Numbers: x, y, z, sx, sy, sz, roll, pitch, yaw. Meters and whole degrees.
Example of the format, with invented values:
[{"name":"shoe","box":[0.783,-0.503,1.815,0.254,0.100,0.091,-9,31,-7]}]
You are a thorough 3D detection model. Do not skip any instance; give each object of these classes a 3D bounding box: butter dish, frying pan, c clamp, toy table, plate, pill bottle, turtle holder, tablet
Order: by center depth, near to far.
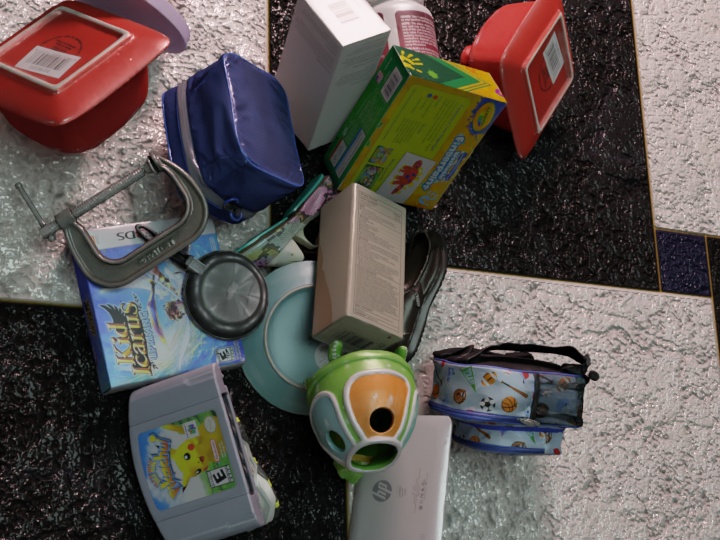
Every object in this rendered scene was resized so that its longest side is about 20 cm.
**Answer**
[{"name":"c clamp","box":[-0.291,-0.074,1.514,0.199,0.027,0.172,-27,86,-5]},{"name":"butter dish","box":[-0.349,-0.213,1.537,0.199,0.148,0.199,25,53,29]},{"name":"turtle holder","box":[-0.006,0.185,1.565,0.141,0.185,0.132,21,42,-37]},{"name":"frying pan","box":[-0.184,-0.003,1.572,0.115,0.031,0.191,-33,95,-29]},{"name":"tablet","box":[0.049,0.284,1.609,0.014,0.129,0.201,41,52,-55]},{"name":"toy table","box":[-0.283,-0.380,1.611,0.200,0.183,0.118,43,61,-54]},{"name":"plate","box":[-0.062,0.087,1.631,0.199,0.026,0.202,1,86,-17]},{"name":"pill bottle","box":[0.054,-0.310,1.791,0.114,0.114,0.201,-1,76,-27]},{"name":"butter dish","box":[0.216,-0.303,1.862,0.200,0.147,0.200,-56,144,-28]}]

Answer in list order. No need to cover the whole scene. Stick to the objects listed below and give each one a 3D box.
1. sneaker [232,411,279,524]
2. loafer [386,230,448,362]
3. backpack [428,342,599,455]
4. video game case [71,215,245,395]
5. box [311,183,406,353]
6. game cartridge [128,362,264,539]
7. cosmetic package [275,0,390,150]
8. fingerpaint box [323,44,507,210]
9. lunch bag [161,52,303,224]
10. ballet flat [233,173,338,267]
[{"name":"sneaker","box":[-0.174,0.227,1.532,0.076,0.075,0.201,-28,84,-24]},{"name":"loafer","box":[0.063,0.027,1.713,0.071,0.073,0.201,26,65,-20]},{"name":"backpack","box":[0.186,0.168,1.681,0.189,0.200,0.155,14,82,-19]},{"name":"video game case","box":[-0.252,0.038,1.567,0.180,0.045,0.201,-10,79,-28]},{"name":"box","box":[0.000,0.000,1.613,0.095,0.078,0.201,25,51,-30]},{"name":"game cartridge","box":[-0.202,0.225,1.496,0.040,0.133,0.201,11,60,-72]},{"name":"cosmetic package","box":[-0.045,-0.269,1.665,0.085,0.200,0.108,-24,66,-30]},{"name":"fingerpaint box","box":[0.071,-0.189,1.697,0.166,0.200,0.074,9,40,-33]},{"name":"lunch bag","box":[-0.168,-0.155,1.597,0.136,0.132,0.201,25,46,-50]},{"name":"ballet flat","box":[-0.088,-0.050,1.668,0.071,0.069,0.200,51,55,-9]}]
